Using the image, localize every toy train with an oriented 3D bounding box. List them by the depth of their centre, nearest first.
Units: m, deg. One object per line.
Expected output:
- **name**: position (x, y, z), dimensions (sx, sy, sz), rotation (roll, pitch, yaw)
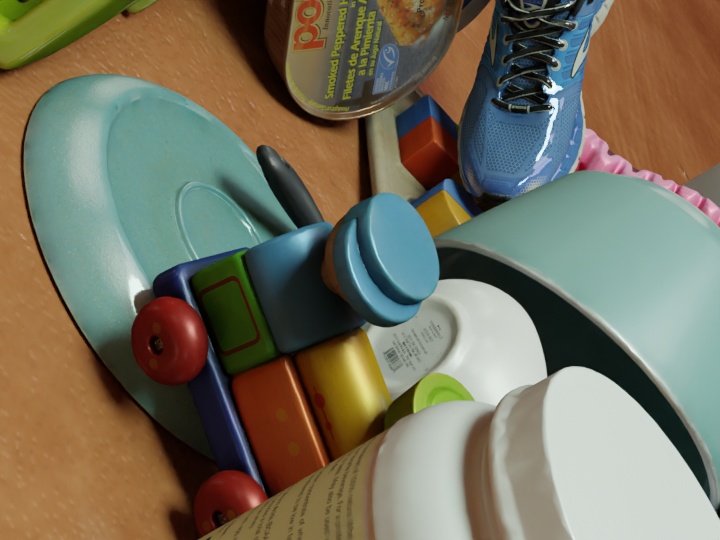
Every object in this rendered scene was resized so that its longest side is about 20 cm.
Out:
- **toy train**: position (0.001, 0.077, 0.634), dimensions (0.084, 0.115, 0.202), rotation (-16, 84, -51)

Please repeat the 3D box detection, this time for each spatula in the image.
- **spatula**: position (0.000, 0.000, 0.815), dimensions (0.200, 0.020, 0.057), rotation (47, 7, -47)

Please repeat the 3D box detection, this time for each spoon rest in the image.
- **spoon rest**: position (0.046, 0.076, 0.691), dimensions (0.061, 0.099, 0.201), rotation (54, 7, -38)

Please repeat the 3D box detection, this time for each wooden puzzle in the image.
- **wooden puzzle**: position (0.074, -0.017, 1.002), dimensions (0.185, 0.046, 0.201), rotation (44, 28, -30)

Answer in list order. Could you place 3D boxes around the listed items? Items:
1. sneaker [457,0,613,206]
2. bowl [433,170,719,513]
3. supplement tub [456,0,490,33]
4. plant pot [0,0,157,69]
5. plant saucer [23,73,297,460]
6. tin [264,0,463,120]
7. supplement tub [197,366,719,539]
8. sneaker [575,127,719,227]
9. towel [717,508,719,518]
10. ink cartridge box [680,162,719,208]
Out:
- **sneaker**: position (0.097, -0.131, 0.957), dimensions (0.089, 0.078, 0.202), rotation (59, 42, -63)
- **bowl**: position (0.129, 0.027, 0.854), dimensions (0.105, 0.200, 0.201), rotation (-45, 107, -20)
- **supplement tub**: position (-0.012, -0.229, 0.966), dimensions (0.199, 0.144, 0.145), rotation (27, 38, -49)
- **plant pot**: position (-0.105, -0.227, 0.734), dimensions (0.201, 0.198, 0.181), rotation (57, 18, -1)
- **plant saucer**: position (-0.068, -0.007, 0.743), dimensions (0.200, 0.027, 0.201), rotation (44, 27, -29)
- **tin**: position (0.005, -0.169, 0.891), dimensions (0.111, 0.201, 0.042), rotation (-18, 51, -28)
- **supplement tub**: position (0.013, 0.130, 0.525), dimensions (0.145, 0.199, 0.146), rotation (43, 28, -30)
- **sneaker**: position (0.162, -0.030, 1.027), dimensions (0.200, 0.079, 0.095), rotation (41, 3, 7)
- **towel**: position (0.193, 0.117, 0.876), dimensions (0.018, 0.087, 0.200), rotation (23, -16, 7)
- **ink cartridge box**: position (0.262, 0.052, 1.160), dimensions (0.201, 0.145, 0.145), rotation (53, 22, -12)
